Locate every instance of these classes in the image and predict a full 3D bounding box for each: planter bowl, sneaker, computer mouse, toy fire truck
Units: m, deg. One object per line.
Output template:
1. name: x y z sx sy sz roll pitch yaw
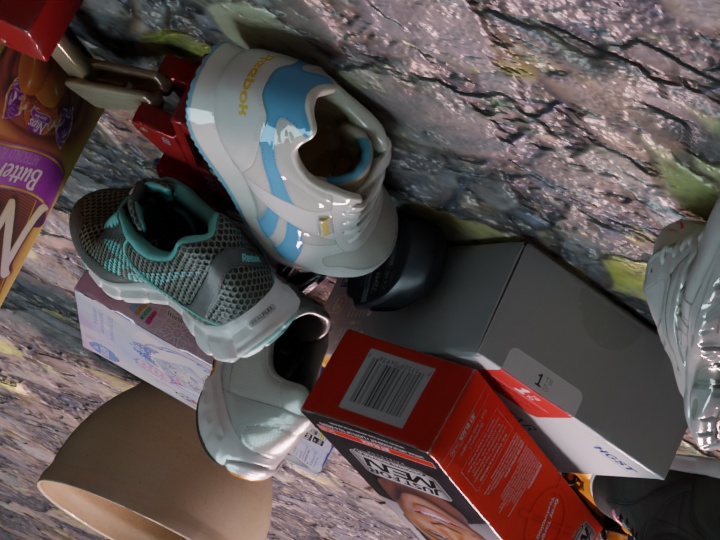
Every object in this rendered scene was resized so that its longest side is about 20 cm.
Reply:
1. planter bowl: -0.155 0.168 2.098 0.200 0.135 0.200 25 163 8
2. sneaker: -0.021 -0.049 1.349 0.081 0.077 0.200 15 162 31
3. computer mouse: 0.000 0.000 1.504 0.034 0.059 0.200 17 170 -25
4. sneaker: -0.113 -0.023 1.428 0.200 0.078 0.091 24 150 48
5. toy fire truck: -0.123 -0.099 1.393 0.141 0.049 0.200 24 165 13
6. sneaker: -0.056 0.026 1.510 0.076 0.200 0.092 18 136 -41
7. sneaker: 0.175 0.003 1.218 0.200 0.078 0.099 93 153 -53
8. sneaker: 0.180 0.167 1.502 0.071 0.099 0.200 33 165 -19

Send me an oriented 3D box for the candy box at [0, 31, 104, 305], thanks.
1. candy box: -0.227 -0.054 1.419 0.056 0.200 0.117 18 162 27

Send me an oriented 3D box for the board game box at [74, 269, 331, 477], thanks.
1. board game box: -0.101 0.066 1.710 0.199 0.043 0.200 29 167 2

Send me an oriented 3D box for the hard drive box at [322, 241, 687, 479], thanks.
1. hard drive box: 0.086 0.055 1.501 0.156 0.077 0.200 34 161 -25

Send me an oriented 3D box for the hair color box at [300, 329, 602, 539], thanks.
1. hair color box: 0.058 0.120 1.478 0.101 0.061 0.200 16 158 38

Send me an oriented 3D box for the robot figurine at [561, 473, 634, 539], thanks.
1. robot figurine: 0.166 0.143 1.677 0.145 0.058 0.200 12 157 42
